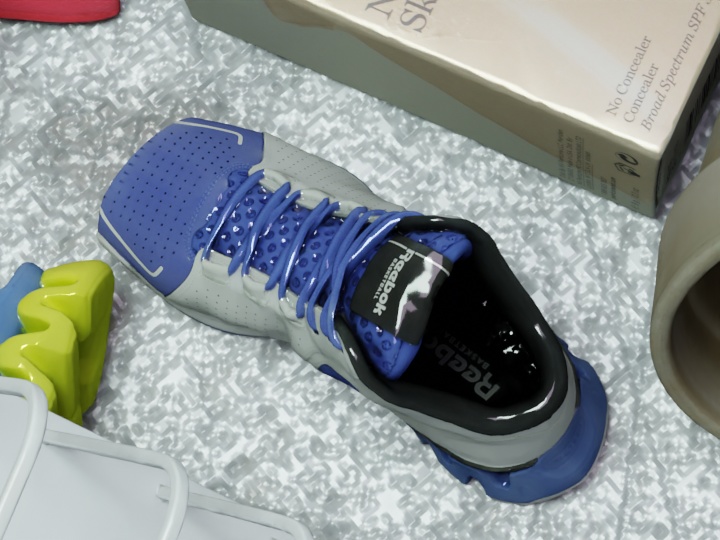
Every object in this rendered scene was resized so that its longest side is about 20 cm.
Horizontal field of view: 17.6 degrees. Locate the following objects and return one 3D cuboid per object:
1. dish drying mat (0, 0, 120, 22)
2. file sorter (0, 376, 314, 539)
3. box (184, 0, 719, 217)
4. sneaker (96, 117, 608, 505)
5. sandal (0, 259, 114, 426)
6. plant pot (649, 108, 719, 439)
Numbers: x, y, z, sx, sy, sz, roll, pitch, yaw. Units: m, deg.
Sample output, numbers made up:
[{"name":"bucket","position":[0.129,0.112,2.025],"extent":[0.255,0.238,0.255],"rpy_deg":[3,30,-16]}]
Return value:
[{"name":"dish drying mat","position":[-0.131,-0.176,0.840],"extent":[0.076,0.201,0.018],"rpy_deg":[6,43,8]},{"name":"file sorter","position":[-0.062,0.128,0.693],"extent":[0.200,0.124,0.139],"rpy_deg":[29,76,-28]},{"name":"box","position":[0.037,-0.107,0.856],"extent":[0.199,0.078,0.095],"rpy_deg":[23,79,11]},{"name":"sneaker","position":[0.001,0.000,0.811],"extent":[0.199,0.115,0.081],"rpy_deg":[32,79,13]},{"name":"sandal","position":[-0.153,0.066,0.797],"extent":[0.087,0.080,0.200],"rpy_deg":[15,40,6]},{"name":"plant pot","position":[0.199,-0.044,0.781],"extent":[0.199,0.200,0.174],"rpy_deg":[2,58,6]}]
